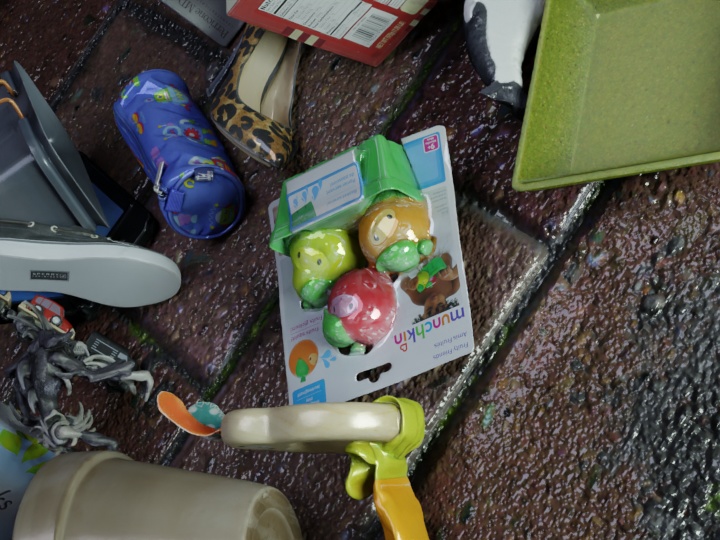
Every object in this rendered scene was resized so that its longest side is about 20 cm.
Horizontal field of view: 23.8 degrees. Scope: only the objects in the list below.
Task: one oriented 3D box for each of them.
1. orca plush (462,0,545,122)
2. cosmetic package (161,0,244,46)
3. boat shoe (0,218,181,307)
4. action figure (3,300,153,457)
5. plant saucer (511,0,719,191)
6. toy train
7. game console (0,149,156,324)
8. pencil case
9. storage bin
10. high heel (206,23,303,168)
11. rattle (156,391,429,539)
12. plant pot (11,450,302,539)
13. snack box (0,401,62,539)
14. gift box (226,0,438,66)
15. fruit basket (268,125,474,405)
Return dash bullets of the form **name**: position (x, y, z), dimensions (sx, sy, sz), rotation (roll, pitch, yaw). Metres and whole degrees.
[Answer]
- **orca plush**: position (0.125, -0.195, 1.403), dimensions (0.104, 0.071, 0.201), rotation (-2, 58, -9)
- **cosmetic package**: position (-0.117, -0.330, 1.668), dimensions (0.200, 0.101, 0.074), rotation (-53, 41, 5)
- **boat shoe**: position (-0.261, -0.014, 1.550), dimensions (0.069, 0.198, 0.057), rotation (113, 158, -46)
- **action figure**: position (-0.247, 0.124, 1.494), dimensions (0.119, 0.102, 0.201), rotation (-28, 74, 40)
- **plant saucer**: position (0.221, -0.150, 1.277), dimensions (0.199, 0.048, 0.201), rotation (-8, 61, 40)
- **toy train**: position (-0.289, 0.047, 1.554), dimensions (0.046, 0.199, 0.034), rotation (-60, -1, -23)
- **game console**: position (-0.323, -0.037, 1.666), dimensions (0.176, 0.116, 0.200), rotation (-55, 42, 2)
- **pencil case**: position (-0.174, -0.110, 1.596), dimensions (0.078, 0.086, 0.200), rotation (-63, 36, 26)
- **storage bin**: position (-0.346, -0.095, 1.633), dimensions (0.134, 0.146, 0.200), rotation (-32, 37, -2)
- **high heel**: position (-0.074, -0.182, 1.552), dimensions (0.143, 0.071, 0.200), rotation (-53, 32, 13)
- **rattle**: position (-0.050, 0.159, 1.266), dimensions (0.198, 0.130, 0.144), rotation (-3, 95, 0)
- **plant pot**: position (-0.141, 0.231, 1.296), dimensions (0.172, 0.200, 0.201), rotation (-7, 59, 20)
- **snack box**: position (-0.390, 0.183, 1.530), dimensions (0.169, 0.200, 0.068), rotation (-51, 42, 5)
- **gift box**: position (-0.010, -0.307, 1.498), dimensions (0.184, 0.199, 0.188), rotation (-38, 47, 40)
- **fruit basket**: position (0.000, 0.000, 1.359), dimensions (0.184, 0.094, 0.201), rotation (-23, 55, 32)
